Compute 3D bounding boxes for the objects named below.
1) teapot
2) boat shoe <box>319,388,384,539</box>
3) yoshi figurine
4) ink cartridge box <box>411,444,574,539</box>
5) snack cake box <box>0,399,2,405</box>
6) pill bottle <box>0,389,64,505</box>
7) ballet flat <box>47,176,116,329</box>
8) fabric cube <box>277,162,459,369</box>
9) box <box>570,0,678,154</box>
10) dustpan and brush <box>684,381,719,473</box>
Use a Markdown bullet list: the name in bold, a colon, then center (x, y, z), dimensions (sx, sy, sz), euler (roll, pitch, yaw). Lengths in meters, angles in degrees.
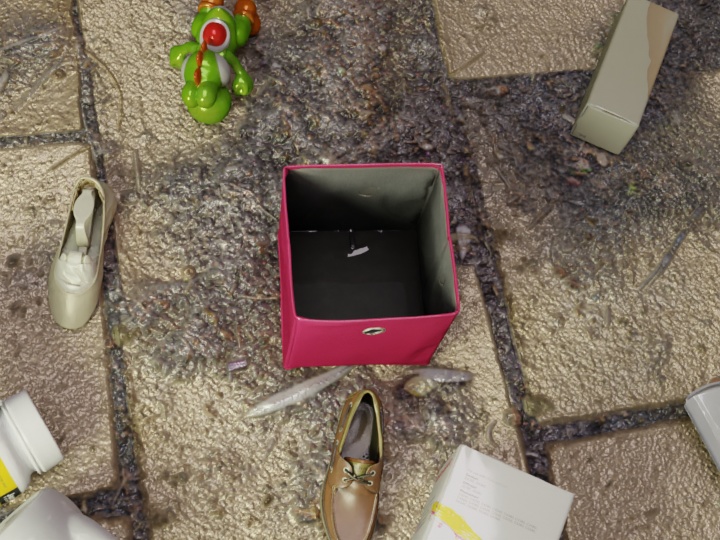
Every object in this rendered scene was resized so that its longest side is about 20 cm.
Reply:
- **teapot**: center (-0.359, 0.348, 1.289), dimensions (0.146, 0.200, 0.197), euler (48, 55, -6)
- **boat shoe**: center (-0.009, 0.241, 1.426), dimensions (0.072, 0.068, 0.201), euler (5, 69, -7)
- **yoshi figurine**: center (-0.199, -0.279, 1.611), dimensions (0.112, 0.112, 0.200), euler (41, 45, -33)
- **ink cartridge box**: center (0.132, 0.331, 1.365), dimensions (0.146, 0.147, 0.200), euler (23, 68, 3)
- **snack cake box**: center (-0.502, 0.097, 1.346), dimensions (0.067, 0.115, 0.200), euler (-42, 42, -20)
- **pill bottle**: center (-0.450, 0.226, 1.352), dimensions (0.200, 0.114, 0.114), euler (-30, 75, -17)
- **ballet flat**: center (-0.354, -0.028, 1.492), dimensions (0.069, 0.070, 0.201), euler (7, 68, -4)
- **fabric cube**: center (0.000, 0.000, 1.453), dimensions (0.195, 0.199, 0.201), euler (-1, 68, -9)
- **box**: center (0.371, -0.275, 1.667), dimensions (0.078, 0.095, 0.200), euler (23, 69, 2)
- **dustpan and brush**: center (0.520, 0.186, 1.529), dimensions (0.200, 0.057, 0.140), euler (-26, 85, -10)
